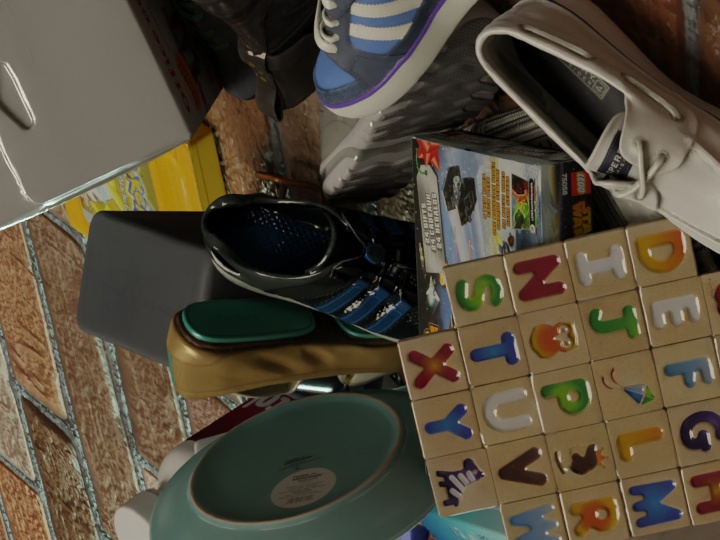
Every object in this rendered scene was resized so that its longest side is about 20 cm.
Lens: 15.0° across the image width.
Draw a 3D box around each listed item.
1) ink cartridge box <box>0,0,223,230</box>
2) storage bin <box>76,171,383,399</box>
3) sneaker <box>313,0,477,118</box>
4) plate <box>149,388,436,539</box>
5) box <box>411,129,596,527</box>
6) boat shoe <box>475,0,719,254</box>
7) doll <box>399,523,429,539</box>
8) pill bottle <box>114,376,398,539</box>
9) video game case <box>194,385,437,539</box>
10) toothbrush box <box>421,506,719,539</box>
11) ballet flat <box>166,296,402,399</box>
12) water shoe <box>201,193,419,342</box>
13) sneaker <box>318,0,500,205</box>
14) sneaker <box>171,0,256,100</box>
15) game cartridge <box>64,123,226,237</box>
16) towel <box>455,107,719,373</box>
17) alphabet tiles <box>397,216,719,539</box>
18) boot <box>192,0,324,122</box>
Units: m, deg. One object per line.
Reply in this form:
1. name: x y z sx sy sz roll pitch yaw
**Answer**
1. ink cartridge box: -0.185 -0.135 1.722 0.200 0.144 0.146 -77 -39 -75
2. storage bin: -0.087 0.008 1.774 0.199 0.134 0.147 18 101 53
3. sneaker: -0.013 -0.171 1.435 0.200 0.146 0.081 -44 35 43
4. plate: -0.036 0.120 1.631 0.200 0.200 0.026 20 135 51
5. box: 0.081 0.029 1.518 0.137 0.040 0.202 18 114 58
6. boat shoe: 0.140 -0.063 1.387 0.200 0.065 0.074 39 132 20
7. doll: 0.033 0.237 1.722 0.137 0.048 0.202 -104 11 -73
8. pill bottle: -0.062 0.145 1.843 0.113 0.199 0.113 41 150 30
9. video game case: 0.007 0.145 1.752 0.017 0.199 0.144 -100 -5 -60
10. toothbrush box: 0.144 0.165 1.589 0.146 0.085 0.200 47 162 -27
11. ballet flat: -0.026 0.044 1.683 0.069 0.198 0.063 -115 28 -49
12. water shoe: 0.000 0.000 1.618 0.198 0.072 0.079 10 173 9
13. sneaker: 0.017 -0.112 1.570 0.200 0.074 0.083 -44 58 54
14. sneaker: -0.106 -0.181 1.693 0.074 0.087 0.201 35 145 39
15. game cartridge: -0.162 -0.064 1.984 0.200 0.032 0.177 34 145 42
16. towel: 0.134 -0.002 1.528 0.201 0.034 0.192 62 154 -8
17. alphabet tiles: 0.126 0.064 1.450 0.006 0.198 0.168 -67 -36 -78
18. boot: -0.026 -0.194 1.518 0.069 0.201 0.174 35 179 28
